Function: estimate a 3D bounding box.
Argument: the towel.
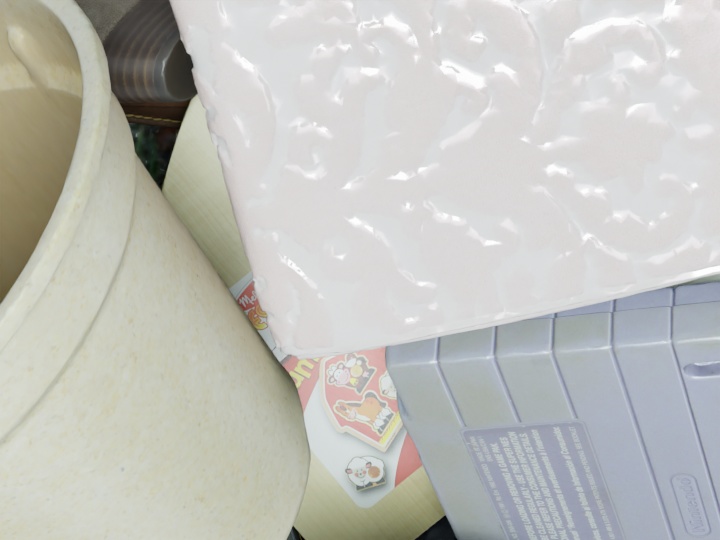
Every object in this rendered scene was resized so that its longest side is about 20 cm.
[{"bbox_3d":[0.038,-0.077,0.630,0.190,0.032,0.201,-12,113,9],"label":"towel"}]

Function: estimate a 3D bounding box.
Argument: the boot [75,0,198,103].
[{"bbox_3d":[-0.083,-0.127,0.795,0.146,0.200,0.071,18,130,34],"label":"boot"}]

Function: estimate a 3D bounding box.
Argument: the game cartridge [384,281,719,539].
[{"bbox_3d":[0.093,0.079,0.749,0.129,0.039,0.200,-2,140,20],"label":"game cartridge"}]

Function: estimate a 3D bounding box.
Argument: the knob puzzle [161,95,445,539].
[{"bbox_3d":[0.000,0.000,0.805,0.218,0.030,0.221,0,100,-3],"label":"knob puzzle"}]

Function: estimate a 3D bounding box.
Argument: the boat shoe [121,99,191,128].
[{"bbox_3d":[-0.022,-0.065,0.830,0.199,0.072,0.068,3,111,-1],"label":"boat shoe"}]

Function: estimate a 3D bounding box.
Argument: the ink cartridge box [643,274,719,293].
[{"bbox_3d":[0.143,-0.103,0.734,0.144,0.200,0.146,-11,112,8],"label":"ink cartridge box"}]

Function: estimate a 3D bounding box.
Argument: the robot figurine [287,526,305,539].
[{"bbox_3d":[-0.016,0.169,0.895,0.058,0.145,0.201,-18,108,-10],"label":"robot figurine"}]

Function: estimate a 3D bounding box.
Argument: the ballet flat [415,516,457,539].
[{"bbox_3d":[0.060,0.199,0.880,0.073,0.073,0.201,-17,106,10],"label":"ballet flat"}]

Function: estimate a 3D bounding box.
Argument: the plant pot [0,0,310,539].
[{"bbox_3d":[-0.116,0.035,0.657,0.200,0.201,0.184,-29,135,14],"label":"plant pot"}]

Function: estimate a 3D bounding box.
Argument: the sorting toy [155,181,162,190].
[{"bbox_3d":[-0.189,0.034,0.884,0.199,0.070,0.200,7,114,0],"label":"sorting toy"}]
